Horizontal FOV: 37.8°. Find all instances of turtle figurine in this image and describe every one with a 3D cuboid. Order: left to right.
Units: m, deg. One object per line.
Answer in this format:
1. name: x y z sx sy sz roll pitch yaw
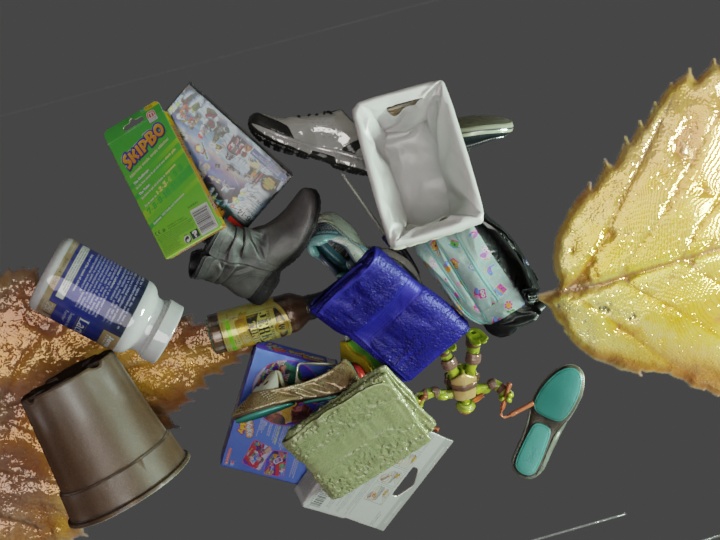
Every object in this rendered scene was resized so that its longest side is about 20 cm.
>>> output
1. turtle figurine: 0.169 0.167 1.633 0.198 0.065 0.163 -4 124 4

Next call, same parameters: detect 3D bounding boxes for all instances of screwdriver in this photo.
1. screwdriver: 0.025 -0.064 1.577 0.029 0.028 0.200 -48 110 -22

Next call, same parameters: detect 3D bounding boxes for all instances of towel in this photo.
1. towel: -0.001 0.241 1.550 0.199 0.037 0.149 -36 111 7
2. towel: 0.043 0.071 1.523 0.199 0.050 0.148 37 119 -22

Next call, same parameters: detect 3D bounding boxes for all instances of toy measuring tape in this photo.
1. toy measuring tape: 0.005 0.117 1.598 0.073 0.074 0.202 -5 108 -5

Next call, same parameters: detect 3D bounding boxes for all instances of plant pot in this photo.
1. plant pot: -0.382 0.236 1.537 0.199 0.200 0.200 -26 99 1

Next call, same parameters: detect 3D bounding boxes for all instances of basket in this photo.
1. basket: 0.076 -0.136 1.435 0.134 0.123 0.202 -16 85 0

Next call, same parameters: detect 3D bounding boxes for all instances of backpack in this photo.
1. backpack: 0.174 -0.007 1.548 0.126 0.167 0.201 -37 99 7

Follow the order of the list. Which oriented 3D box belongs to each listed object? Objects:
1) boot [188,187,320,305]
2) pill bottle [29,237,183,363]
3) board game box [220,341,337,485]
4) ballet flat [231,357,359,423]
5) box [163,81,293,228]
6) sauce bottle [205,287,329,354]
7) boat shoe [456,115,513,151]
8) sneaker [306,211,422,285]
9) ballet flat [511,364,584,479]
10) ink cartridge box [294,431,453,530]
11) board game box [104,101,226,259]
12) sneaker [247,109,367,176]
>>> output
1. boot: -0.153 -0.050 1.509 0.131 0.070 0.201 27 100 -31
2. pill bottle: -0.365 0.048 1.520 0.199 0.116 0.116 29 100 -12
3. board game box: -0.126 0.220 1.627 0.133 0.045 0.202 16 102 -10
4. ballet flat: -0.100 0.175 1.570 0.198 0.071 0.066 -13 80 -4
5. box: -0.215 -0.155 1.522 0.200 0.040 0.137 40 98 -15
6. sauce bottle: -0.131 0.070 1.578 0.198 0.065 0.065 -17 106 -1
7. boat shoe: 0.128 -0.182 1.538 0.198 0.075 0.063 -15 111 3
8. sneaker: 0.000 0.000 1.552 0.199 0.087 0.078 31 118 -6
9. ballet flat: 0.297 0.236 1.672 0.067 0.064 0.201 27 99 14
10. ink cartridge box: 0.021 0.304 1.646 0.175 0.045 0.201 26 106 -35
11. board game box: -0.275 -0.127 1.468 0.095 0.030 0.201 -28 89 9
12. sneaker: -0.065 -0.199 1.520 0.198 0.074 0.081 15 88 -14
